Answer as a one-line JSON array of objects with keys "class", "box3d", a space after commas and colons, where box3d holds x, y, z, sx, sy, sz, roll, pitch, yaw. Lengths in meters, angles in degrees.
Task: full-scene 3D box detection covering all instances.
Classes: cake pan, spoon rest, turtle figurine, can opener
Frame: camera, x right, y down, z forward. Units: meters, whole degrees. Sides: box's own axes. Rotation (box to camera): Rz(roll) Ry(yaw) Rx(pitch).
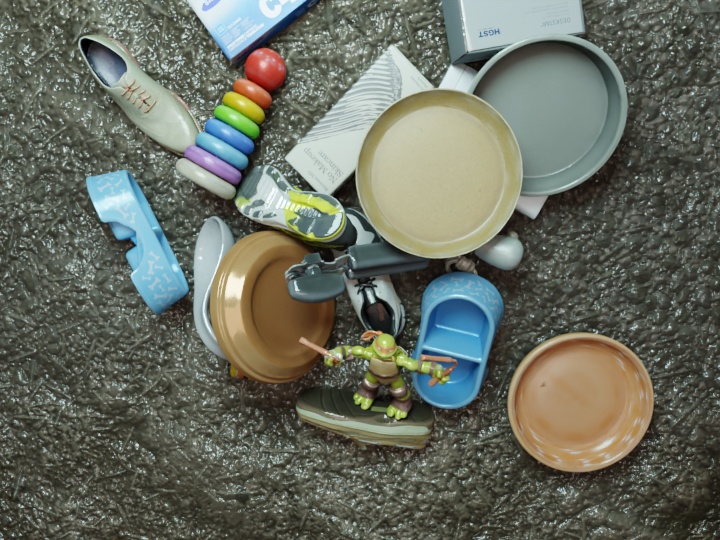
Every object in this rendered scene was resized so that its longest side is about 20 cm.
[{"class": "cake pan", "box3d": [0.223, -0.191, 0.785, 0.199, 0.037, 0.201, 2, 121, 3]}, {"class": "spoon rest", "box3d": [-0.193, 0.021, 0.839, 0.099, 0.060, 0.201, -40, 57, 42]}, {"class": "turtle figurine", "box3d": [0.022, 0.127, 0.832, 0.199, 0.065, 0.162, 6, 140, 4]}, {"class": "can opener", "box3d": [0.000, 0.000, 0.805, 0.199, 0.053, 0.067, -12, 69, -17]}]

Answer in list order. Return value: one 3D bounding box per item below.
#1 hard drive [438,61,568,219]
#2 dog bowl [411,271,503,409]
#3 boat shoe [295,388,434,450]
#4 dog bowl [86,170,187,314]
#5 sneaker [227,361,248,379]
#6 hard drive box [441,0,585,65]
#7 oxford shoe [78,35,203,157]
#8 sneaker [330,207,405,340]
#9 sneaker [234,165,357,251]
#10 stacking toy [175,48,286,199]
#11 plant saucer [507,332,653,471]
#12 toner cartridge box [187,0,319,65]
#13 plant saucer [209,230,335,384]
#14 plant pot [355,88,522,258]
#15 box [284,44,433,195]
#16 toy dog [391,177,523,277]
[{"class": "hard drive", "box3d": [0.179, -0.174, 0.851, 0.199, 0.027, 0.132, 28, 99, -3]}, {"class": "dog bowl", "box3d": [0.126, 0.102, 0.858, 0.111, 0.050, 0.201, 13, 118, 9]}, {"class": "boat shoe", "box3d": [0.003, 0.224, 0.908, 0.199, 0.072, 0.077, 10, 116, 2]}, {"class": "dog bowl", "box3d": [-0.292, -0.041, 0.845, 0.049, 0.111, 0.201, -25, 98, -8]}, {"class": "sneaker", "box3d": [-0.127, 0.060, 0.887, 0.090, 0.070, 0.201, 12, 101, -13]}, {"class": "hard drive box", "box3d": [0.177, -0.374, 0.781, 0.155, 0.077, 0.201, -11, 99, -6]}, {"class": "oxford shoe", "box3d": [-0.293, -0.226, 0.835, 0.200, 0.074, 0.071, 42, 98, -5]}, {"class": "sneaker", "box3d": [0.010, 0.007, 0.862, 0.073, 0.080, 0.201, -25, 96, 8]}, {"class": "sneaker", "box3d": [-0.087, -0.072, 0.833, 0.200, 0.085, 0.075, 30, 83, 35]}, {"class": "stacking toy", "box3d": [-0.159, -0.198, 0.831, 0.085, 0.085, 0.201, 29, 92, -3]}, {"class": "plant saucer", "box3d": [0.306, 0.183, 0.895, 0.199, 0.037, 0.201, 0, 99, 3]}, {"class": "toner cartridge box", "box3d": [-0.115, -0.368, 0.821, 0.200, 0.043, 0.095, -36, 95, 7]}, {"class": "plant saucer", "box3d": [-0.101, 0.046, 0.823, 0.037, 0.200, 0.201, -8, 102, 43]}, {"class": "plant pot", "box3d": [0.094, -0.116, 0.767, 0.199, 0.027, 0.201, 0, 96, 2]}, {"class": "box", "box3d": [-0.002, -0.191, 0.833, 0.082, 0.068, 0.200, 43, 98, -5]}, {"class": "toy dog", "box3d": [0.123, -0.078, 0.839, 0.200, 0.132, 0.097, 38, 60, -9]}]
